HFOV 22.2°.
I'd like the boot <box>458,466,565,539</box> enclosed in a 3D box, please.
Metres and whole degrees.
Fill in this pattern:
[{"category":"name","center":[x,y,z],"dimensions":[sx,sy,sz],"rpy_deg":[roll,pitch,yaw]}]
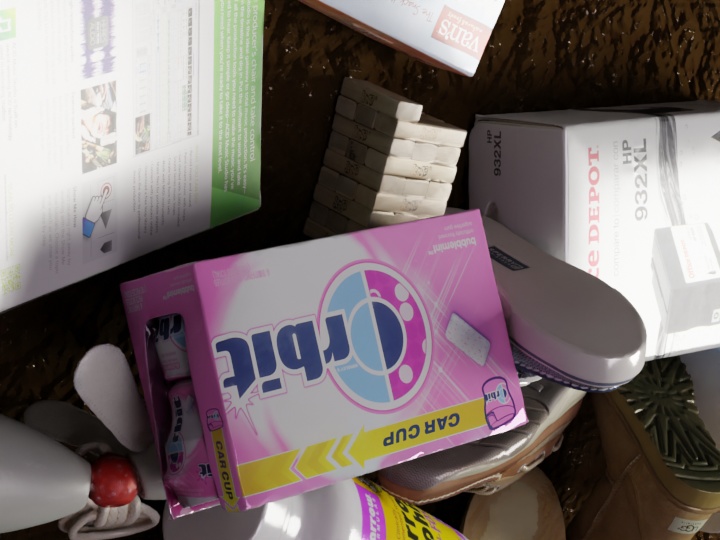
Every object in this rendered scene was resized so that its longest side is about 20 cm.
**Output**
[{"category":"boot","center":[0.070,0.231,1.152],"dimensions":[0.070,0.202,0.144],"rpy_deg":[17,138,-8]}]

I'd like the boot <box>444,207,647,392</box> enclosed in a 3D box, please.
[{"category":"boot","center":[0.086,0.041,1.003],"dimensions":[0.072,0.200,0.091],"rpy_deg":[-6,115,-25]}]

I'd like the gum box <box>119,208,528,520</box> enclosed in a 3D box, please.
[{"category":"gum box","center":[-0.018,0.043,0.895],"dimensions":[0.199,0.066,0.114],"rpy_deg":[-12,88,-41]}]

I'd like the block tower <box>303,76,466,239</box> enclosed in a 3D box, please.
[{"category":"block tower","center":[0.000,0.000,1.013],"dimensions":[0.058,0.054,0.202],"rpy_deg":[4,105,-41]}]

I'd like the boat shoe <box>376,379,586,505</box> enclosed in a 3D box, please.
[{"category":"boat shoe","center":[0.076,0.100,1.082],"dimensions":[0.199,0.075,0.072],"rpy_deg":[-23,133,-50]}]

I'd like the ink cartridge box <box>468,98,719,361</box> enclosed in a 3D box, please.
[{"category":"ink cartridge box","center":[0.166,-0.024,1.104],"dimensions":[0.199,0.083,0.146],"rpy_deg":[-7,101,-37]}]

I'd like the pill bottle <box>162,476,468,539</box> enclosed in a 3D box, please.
[{"category":"pill bottle","center":[-0.019,0.163,1.025],"dimensions":[0.200,0.104,0.105],"rpy_deg":[35,85,-45]}]

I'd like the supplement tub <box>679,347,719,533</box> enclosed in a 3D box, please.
[{"category":"supplement tub","center":[0.297,0.100,1.236],"dimensions":[0.199,0.145,0.146],"rpy_deg":[-6,111,-37]}]

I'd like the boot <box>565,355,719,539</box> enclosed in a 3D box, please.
[{"category":"boot","center":[0.149,0.156,1.173],"dimensions":[0.066,0.176,0.201],"rpy_deg":[11,125,-20]}]

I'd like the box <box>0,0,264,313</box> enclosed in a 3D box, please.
[{"category":"box","center":[-0.116,-0.076,0.860],"dimensions":[0.199,0.036,0.146],"rpy_deg":[-24,123,-51]}]

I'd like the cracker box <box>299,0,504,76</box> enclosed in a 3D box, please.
[{"category":"cracker box","center":[0.037,-0.219,0.951],"dimensions":[0.133,0.058,0.201],"rpy_deg":[21,93,-42]}]

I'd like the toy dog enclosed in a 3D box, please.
[{"category":"toy dog","center":[-0.162,0.077,0.889],"dimensions":[0.199,0.132,0.097],"rpy_deg":[0,69,-44]}]
